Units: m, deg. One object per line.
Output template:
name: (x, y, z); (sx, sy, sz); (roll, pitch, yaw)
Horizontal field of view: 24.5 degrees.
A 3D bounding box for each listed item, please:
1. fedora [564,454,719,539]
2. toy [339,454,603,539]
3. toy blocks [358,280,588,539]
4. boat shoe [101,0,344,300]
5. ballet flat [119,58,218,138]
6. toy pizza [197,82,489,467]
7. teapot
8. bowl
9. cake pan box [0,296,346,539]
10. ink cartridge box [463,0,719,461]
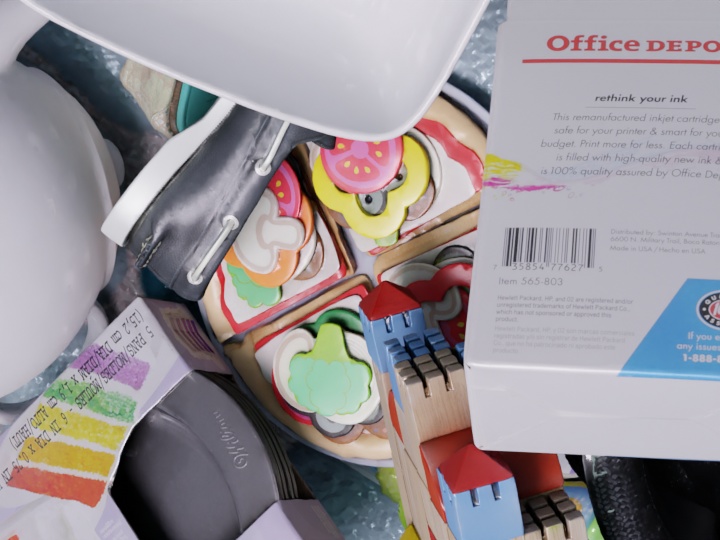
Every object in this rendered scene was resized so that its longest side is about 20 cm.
fedora: (0.142, 0.058, 0.747); (0.091, 0.200, 0.202); (9, 123, 53)
toy: (0.044, 0.090, 0.851); (0.199, 0.047, 0.116); (28, 121, 7)
toy blocks: (0.048, 0.084, 0.706); (0.099, 0.200, 0.138); (-15, 111, -7)
boat shoe: (-0.036, -0.075, 0.765); (0.060, 0.076, 0.200); (40, 104, -4)
ballet flat: (-0.071, -0.152, 0.769); (0.062, 0.067, 0.201); (42, 125, 25)
toy pizza: (0.000, 0.000, 0.804); (0.198, 0.032, 0.202); (5, 103, 24)
teapot: (-0.186, -0.030, 0.838); (0.200, 0.145, 0.199); (-32, 80, 58)
bowl: (-0.031, -0.173, 0.652); (0.198, 0.075, 0.201); (21, 118, -7)
cake pan box: (-0.112, 0.141, 0.837); (0.200, 0.052, 0.185); (-42, 70, 16)
ink cartridge box: (0.107, -0.032, 0.644); (0.114, 0.202, 0.068); (2, 148, 10)
